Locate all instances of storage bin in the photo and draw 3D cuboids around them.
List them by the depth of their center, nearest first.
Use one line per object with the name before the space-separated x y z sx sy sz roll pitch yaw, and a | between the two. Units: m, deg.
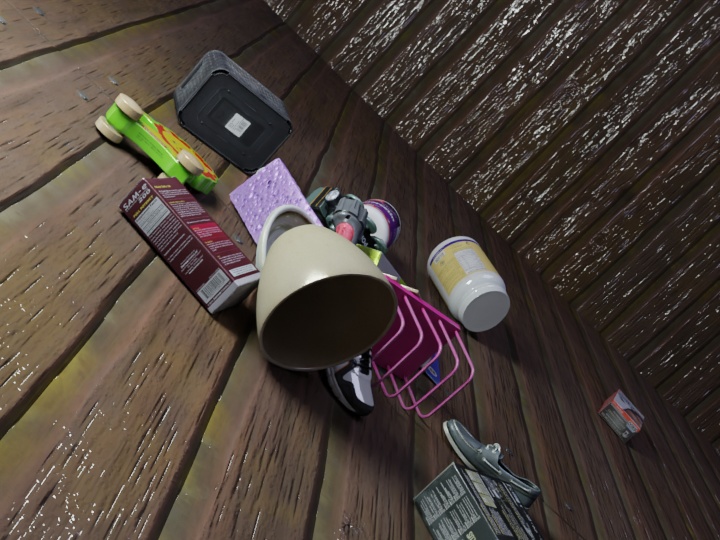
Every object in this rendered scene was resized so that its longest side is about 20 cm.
storage bin | -0.240 -0.297 1.878 0.199 0.135 0.094 36 17 -32

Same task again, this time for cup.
cup | -0.064 0.022 1.391 0.199 0.200 0.144 29 28 -46

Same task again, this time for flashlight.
flashlight | -0.039 -0.038 1.564 0.067 0.068 0.201 16 45 2

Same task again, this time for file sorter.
file sorter | 0.071 0.133 1.618 0.199 0.139 0.126 34 22 -37

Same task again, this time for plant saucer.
plant saucer | -0.112 0.002 1.530 0.200 0.050 0.203 26 60 -57

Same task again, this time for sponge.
sponge | -0.137 -0.090 1.672 0.201 0.111 0.030 57 5 36

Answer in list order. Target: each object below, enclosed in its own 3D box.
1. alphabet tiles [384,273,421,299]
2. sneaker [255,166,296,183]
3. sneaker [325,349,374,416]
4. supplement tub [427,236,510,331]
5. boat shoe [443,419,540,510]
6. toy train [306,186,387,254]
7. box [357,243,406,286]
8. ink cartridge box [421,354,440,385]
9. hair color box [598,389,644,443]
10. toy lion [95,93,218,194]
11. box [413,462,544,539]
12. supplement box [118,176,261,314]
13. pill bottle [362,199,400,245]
alphabet tiles | 0.012 0.022 1.691 0.197 0.008 0.167 19 -16 15
sneaker | -0.148 -0.116 1.781 0.201 0.075 0.115 56 15 23
sneaker | -0.012 0.119 1.492 0.074 0.079 0.202 28 39 -55
supplement tub | 0.254 0.032 2.338 0.145 0.145 0.201 32 21 -41
boat shoe | 0.221 0.320 1.677 0.200 0.062 0.073 49 16 9
toy train | -0.029 -0.071 1.863 0.113 0.085 0.201 13 -36 45
box | 0.000 0.000 1.740 0.121 0.048 0.200 18 -16 25
ink cartridge box | 0.094 0.109 1.916 0.200 0.041 0.200 43 16 -12
hair color box | 0.742 0.410 2.821 0.111 0.064 0.200 50 17 10
toy lion | -0.314 -0.197 1.595 0.200 0.069 0.192 43 9 -10
box | 0.187 0.384 1.378 0.163 0.086 0.201 29 23 -47
supplement box | -0.234 -0.039 1.388 0.200 0.061 0.109 49 15 6
pill bottle | 0.021 -0.090 2.091 0.113 0.112 0.200 46 15 2
